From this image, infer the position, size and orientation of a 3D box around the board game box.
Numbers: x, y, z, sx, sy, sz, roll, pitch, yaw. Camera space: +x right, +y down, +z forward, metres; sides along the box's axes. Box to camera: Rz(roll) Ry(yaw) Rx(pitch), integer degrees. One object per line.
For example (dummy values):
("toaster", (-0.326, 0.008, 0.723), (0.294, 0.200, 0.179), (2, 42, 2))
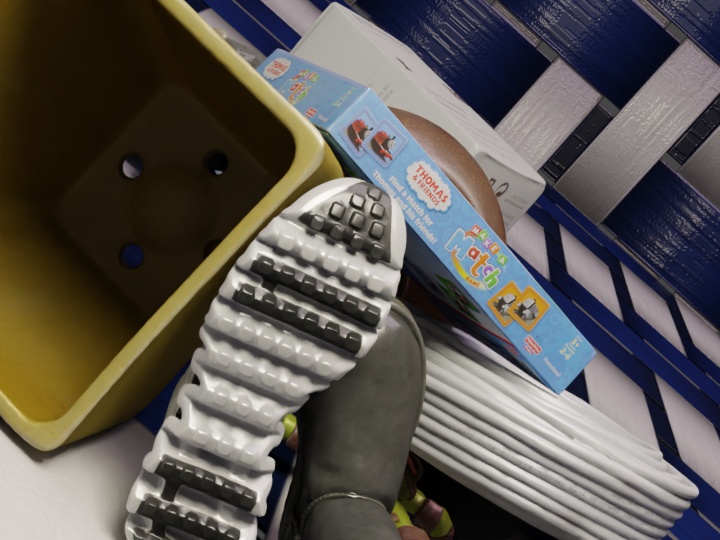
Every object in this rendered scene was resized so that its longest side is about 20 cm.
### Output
("board game box", (0.029, -0.029, 0.970), (0.200, 0.037, 0.151), (47, -5, -25))

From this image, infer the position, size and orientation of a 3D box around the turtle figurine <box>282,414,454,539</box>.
("turtle figurine", (0.010, 0.129, 1.003), (0.200, 0.064, 0.161), (39, 13, -14))

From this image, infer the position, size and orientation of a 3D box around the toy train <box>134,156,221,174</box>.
("toy train", (-0.102, -0.072, 1.301), (0.114, 0.087, 0.200), (39, 11, -40))

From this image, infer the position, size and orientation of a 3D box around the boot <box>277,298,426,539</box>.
("boot", (0.007, 0.126, 0.807), (0.072, 0.183, 0.200), (4, 20, -7))

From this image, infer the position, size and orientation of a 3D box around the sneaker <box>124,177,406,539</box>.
("sneaker", (-0.049, 0.043, 0.825), (0.075, 0.201, 0.081), (31, 7, -12))

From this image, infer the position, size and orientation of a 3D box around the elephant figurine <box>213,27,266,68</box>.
("elephant figurine", (-0.158, -0.148, 1.220), (0.141, 0.155, 0.200), (26, 22, -53))

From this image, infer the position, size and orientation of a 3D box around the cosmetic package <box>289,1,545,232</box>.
("cosmetic package", (0.019, -0.093, 1.543), (0.200, 0.165, 0.165), (47, 12, 24))

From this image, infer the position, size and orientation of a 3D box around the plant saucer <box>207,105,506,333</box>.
("plant saucer", (0.000, 0.000, 1.086), (0.200, 0.201, 0.034), (38, 1, -18))

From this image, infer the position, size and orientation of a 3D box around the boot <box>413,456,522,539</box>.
("boot", (0.046, 0.095, 1.223), (0.200, 0.069, 0.174), (44, 11, 8))

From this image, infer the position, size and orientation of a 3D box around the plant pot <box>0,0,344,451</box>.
("plant pot", (-0.124, -0.044, 0.910), (0.194, 0.196, 0.200), (44, 6, 12))

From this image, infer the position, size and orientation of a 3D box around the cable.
("cable", (0.092, 0.097, 1.013), (0.199, 0.070, 0.200), (29, 2, -30))

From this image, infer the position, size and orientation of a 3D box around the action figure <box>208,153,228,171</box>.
("action figure", (-0.160, -0.080, 1.108), (0.198, 0.102, 0.119), (3, 51, -2))
